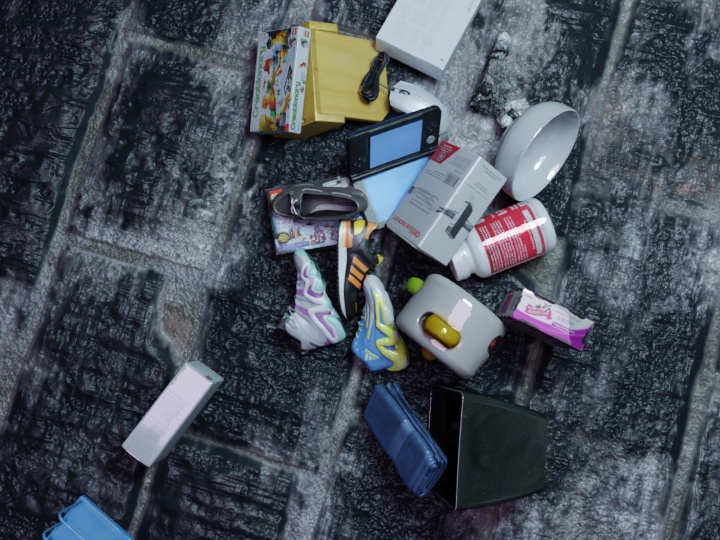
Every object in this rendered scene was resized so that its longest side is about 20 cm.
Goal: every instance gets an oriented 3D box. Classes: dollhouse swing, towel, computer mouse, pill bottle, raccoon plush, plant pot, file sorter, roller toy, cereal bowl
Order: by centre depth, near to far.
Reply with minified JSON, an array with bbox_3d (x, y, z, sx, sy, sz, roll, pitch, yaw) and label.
[{"bbox_3d":[0.233,0.319,1.287,0.177,0.200,0.200,4,85,-10],"label":"plant pot"},{"bbox_3d":[0.081,0.312,1.300,0.200,0.048,0.112,52,133,35],"label":"towel"},{"bbox_3d":[0.165,0.110,1.302,0.182,0.200,0.140,38,88,-28],"label":"roller toy"},{"bbox_3d":[-0.563,0.562,1.323,0.139,0.123,0.200,39,87,5],"label":"file sorter"},{"bbox_3d":[0.324,-0.237,1.332,0.083,0.200,0.200,41,87,28],"label":"cereal bowl"},{"bbox_3d":[0.265,-0.054,1.350,0.200,0.112,0.112,-22,84,0],"label":"pill bottle"},{"bbox_3d":[0.309,-0.372,1.393,0.134,0.097,0.200,24,86,-4],"label":"raccoon plush"},{"bbox_3d":[0.099,-0.347,1.396,0.200,0.044,0.110,29,67,-8],"label":"computer mouse"},{"bbox_3d":[-0.068,-0.378,1.433,0.182,0.176,0.200,-10,83,43],"label":"dollhouse swing"}]

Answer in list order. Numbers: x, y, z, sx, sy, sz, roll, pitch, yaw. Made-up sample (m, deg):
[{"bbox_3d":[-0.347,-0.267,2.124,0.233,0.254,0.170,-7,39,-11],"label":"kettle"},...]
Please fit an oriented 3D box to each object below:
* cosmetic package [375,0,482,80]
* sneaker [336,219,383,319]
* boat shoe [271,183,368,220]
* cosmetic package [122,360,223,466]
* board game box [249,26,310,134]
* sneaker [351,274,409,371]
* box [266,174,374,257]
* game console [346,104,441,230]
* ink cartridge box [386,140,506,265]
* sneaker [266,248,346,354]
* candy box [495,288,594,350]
[{"bbox_3d":[0.141,-0.507,1.416,0.151,0.052,0.200,27,78,6],"label":"cosmetic package"},{"bbox_3d":[0.000,0.000,1.359,0.090,0.070,0.200,-1,103,1],"label":"sneaker"},{"bbox_3d":[-0.084,-0.129,1.336,0.200,0.057,0.067,-1,109,16],"label":"boat shoe"},{"bbox_3d":[-0.361,0.274,1.352,0.074,0.102,0.200,35,86,4],"label":"cosmetic package"},{"bbox_3d":[-0.159,-0.371,1.376,0.126,0.035,0.200,10,96,44],"label":"board game box"},{"bbox_3d":[0.019,0.112,1.348,0.105,0.076,0.200,-18,101,8],"label":"sneaker"},{"bbox_3d":[-0.080,-0.112,1.406,0.200,0.040,0.137,-10,84,1],"label":"box"},{"bbox_3d":[0.086,-0.199,1.353,0.200,0.171,0.118,-22,58,-14],"label":"game console"},{"bbox_3d":[0.157,-0.128,1.318,0.084,0.144,0.200,32,96,-31],"label":"ink cartridge box"},{"bbox_3d":[-0.126,0.069,1.368,0.140,0.078,0.200,-23,91,2],"label":"sneaker"},{"bbox_3d":[0.333,0.090,1.290,0.136,0.200,0.061,26,87,3],"label":"candy box"}]
